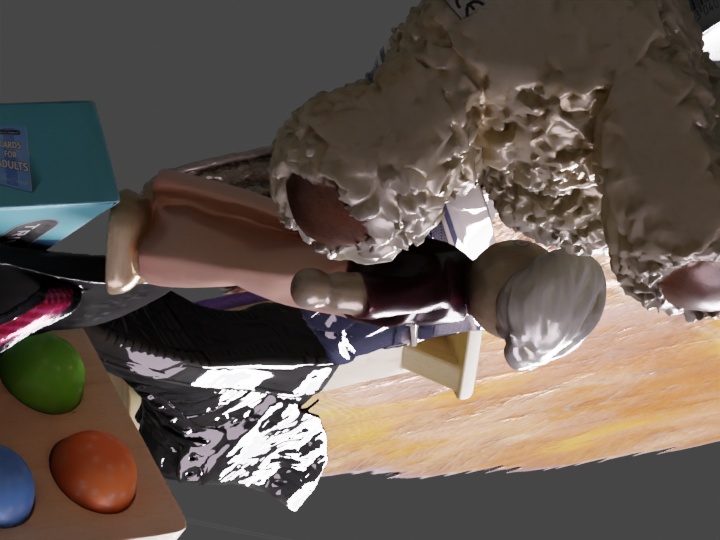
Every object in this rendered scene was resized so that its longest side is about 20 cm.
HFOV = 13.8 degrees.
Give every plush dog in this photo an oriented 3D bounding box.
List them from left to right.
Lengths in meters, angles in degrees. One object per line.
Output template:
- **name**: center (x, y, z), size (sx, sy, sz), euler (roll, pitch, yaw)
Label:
- **plush dog**: center (0.080, -0.061, 1.128), size (0.200, 0.161, 0.172), euler (9, 170, 11)

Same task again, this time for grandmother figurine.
- **grandmother figurine**: center (0.000, 0.000, 1.202), size (0.200, 0.061, 0.121), euler (8, -163, 11)

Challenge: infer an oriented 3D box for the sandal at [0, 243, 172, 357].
- **sandal**: center (-0.149, 0.021, 1.220), size (0.075, 0.045, 0.200), euler (-26, 164, 38)

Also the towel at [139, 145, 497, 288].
- **towel**: center (-0.012, -0.032, 1.396), size (0.200, 0.035, 0.133), euler (-12, 166, -13)

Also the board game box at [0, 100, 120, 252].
- **board game box**: center (-0.221, -0.017, 1.184), size (0.200, 0.047, 0.151), euler (-5, 163, -40)

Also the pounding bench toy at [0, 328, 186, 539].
- **pounding bench toy**: center (-0.148, 0.104, 1.323), size (0.200, 0.124, 0.156), euler (-4, 143, -43)

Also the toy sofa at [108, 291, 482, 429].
- **toy sofa**: center (-0.042, 0.027, 1.543), size (0.200, 0.098, 0.083), euler (-12, 142, -14)

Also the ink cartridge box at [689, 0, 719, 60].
- **ink cartridge box**: center (0.222, -0.131, 1.214), size (0.200, 0.050, 0.109), euler (-7, 164, -37)

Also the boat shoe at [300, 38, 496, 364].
- **boat shoe**: center (0.006, -0.022, 1.284), size (0.093, 0.075, 0.200), euler (-19, 146, 1)

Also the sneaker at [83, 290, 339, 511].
- **sneaker**: center (-0.081, 0.064, 1.436), size (0.200, 0.060, 0.104), euler (8, 128, -45)
